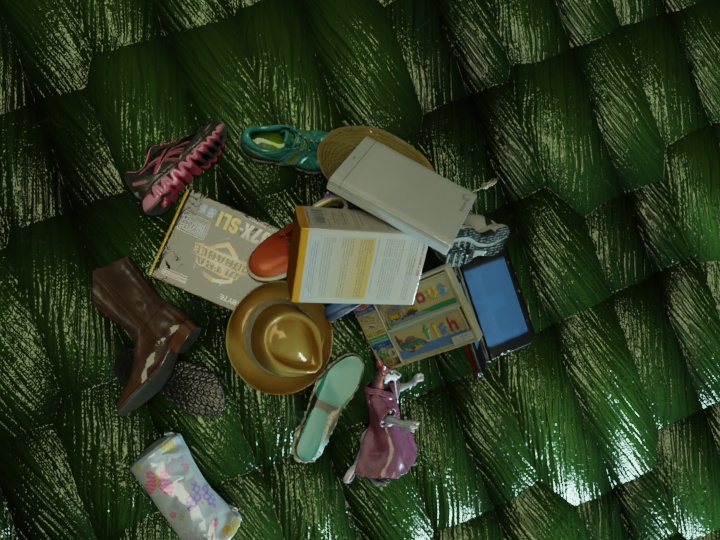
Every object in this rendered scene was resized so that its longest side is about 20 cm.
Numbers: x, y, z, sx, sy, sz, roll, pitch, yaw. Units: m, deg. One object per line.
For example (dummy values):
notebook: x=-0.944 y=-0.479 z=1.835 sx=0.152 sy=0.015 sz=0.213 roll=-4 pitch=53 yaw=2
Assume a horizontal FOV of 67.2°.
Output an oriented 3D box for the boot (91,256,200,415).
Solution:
boot: x=-0.380 y=0.098 z=0.867 sx=0.199 sy=0.064 sz=0.187 roll=38 pitch=81 yaw=11

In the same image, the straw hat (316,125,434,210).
straw hat: x=0.018 y=-0.140 z=0.886 sx=0.198 sy=0.086 sz=0.203 roll=9 pitch=51 yaw=-11

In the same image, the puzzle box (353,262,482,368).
puzzle box: x=0.092 y=0.083 z=0.919 sx=0.198 sy=0.025 sz=0.135 roll=-25 pitch=93 yaw=31

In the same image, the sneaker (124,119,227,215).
sneaker: x=-0.313 y=-0.192 z=0.912 sx=0.095 sy=0.079 sz=0.200 roll=41 pitch=79 yaw=6

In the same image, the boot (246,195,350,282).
boot: x=-0.100 y=-0.055 z=0.866 sx=0.198 sy=0.107 sz=0.076 roll=-32 pitch=80 yaw=-7

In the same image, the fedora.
fedora: x=-0.119 y=0.117 z=0.888 sx=0.198 sy=0.081 sz=0.204 roll=-4 pitch=97 yaw=-29

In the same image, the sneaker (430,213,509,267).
sneaker: x=0.175 y=-0.059 z=0.937 sx=0.198 sy=0.080 sz=0.075 roll=-7 pitch=126 yaw=-47

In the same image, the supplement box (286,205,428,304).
supplement box: x=-0.006 y=-0.021 z=0.819 sx=0.197 sy=0.074 sz=0.128 roll=3 pitch=121 yaw=-17

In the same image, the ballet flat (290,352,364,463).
ballet flat: x=-0.062 y=0.230 z=0.929 sx=0.075 sy=0.064 sz=0.202 roll=33 pitch=79 yaw=-8

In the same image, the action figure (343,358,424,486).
action figure: x=0.039 y=0.249 z=0.932 sx=0.146 sy=0.134 sz=0.204 roll=-8 pitch=97 yaw=16

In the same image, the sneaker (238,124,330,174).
sneaker: x=-0.112 y=-0.215 z=0.940 sx=0.196 sy=0.080 sz=0.079 roll=0 pitch=86 yaw=-11

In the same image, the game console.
game console: x=0.232 y=0.063 z=0.969 sx=0.117 sy=0.172 sz=0.203 roll=-19 pitch=89 yaw=16

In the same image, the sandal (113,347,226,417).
sandal: x=-0.309 y=0.180 z=0.902 sx=0.198 sy=0.048 sz=0.076 roll=22 pitch=81 yaw=5

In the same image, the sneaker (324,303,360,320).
sneaker: x=0.000 y=0.000 z=0.922 sx=0.082 sy=0.074 sz=0.200 roll=45 pitch=74 yaw=-9

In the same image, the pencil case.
pencil case: x=-0.279 y=0.361 z=0.872 sx=0.090 sy=0.083 sz=0.201 roll=-37 pitch=93 yaw=-4

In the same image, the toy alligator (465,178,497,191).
toy alligator: x=0.162 y=-0.129 z=0.991 sx=0.199 sy=0.059 sz=0.055 roll=-37 pitch=98 yaw=-10

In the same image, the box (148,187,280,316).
box: x=-0.232 y=-0.024 z=0.923 sx=0.198 sy=0.049 sz=0.162 roll=24 pitch=81 yaw=-8

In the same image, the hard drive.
hard drive: x=0.065 y=-0.117 z=0.809 sx=0.198 sy=0.027 sz=0.132 roll=30 pitch=50 yaw=6

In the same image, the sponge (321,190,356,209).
sponge: x=-0.001 y=-0.044 z=0.973 sx=0.198 sy=0.030 sz=0.113 roll=29 pitch=83 yaw=-8
